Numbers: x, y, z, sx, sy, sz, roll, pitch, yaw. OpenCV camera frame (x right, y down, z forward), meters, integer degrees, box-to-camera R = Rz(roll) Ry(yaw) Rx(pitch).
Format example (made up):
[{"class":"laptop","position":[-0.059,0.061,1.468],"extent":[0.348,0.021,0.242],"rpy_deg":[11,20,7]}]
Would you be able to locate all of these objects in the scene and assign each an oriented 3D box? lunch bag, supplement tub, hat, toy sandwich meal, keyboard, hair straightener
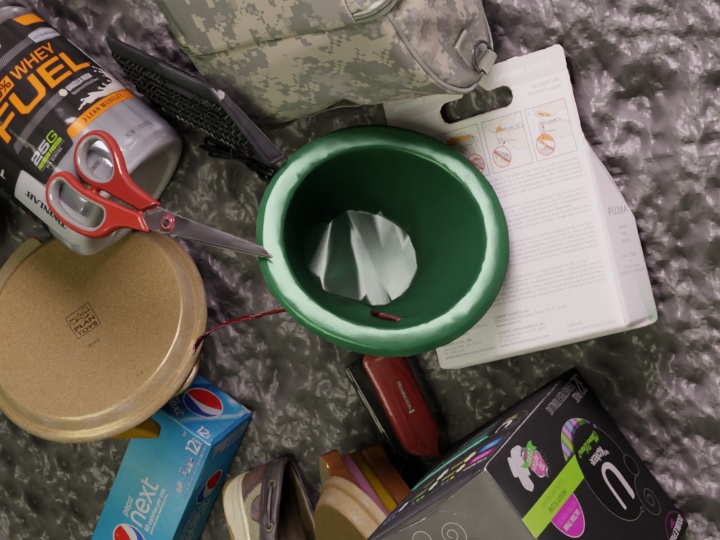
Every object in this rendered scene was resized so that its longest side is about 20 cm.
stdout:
[{"class":"lunch bag","position":[-0.023,-0.180,1.551],"extent":[0.200,0.139,0.168],"rpy_deg":[-7,125,37]},{"class":"supplement tub","position":[-0.244,-0.115,1.724],"extent":[0.200,0.123,0.123],"rpy_deg":[39,127,11]},{"class":"hat","position":[0.000,0.000,1.643],"extent":[0.200,0.166,0.176],"rpy_deg":[22,162,5]},{"class":"toy sandwich meal","position":[0.034,0.222,1.681],"extent":[0.205,0.070,0.205],"rpy_deg":[51,159,29]},{"class":"keyboard","position":[-0.111,-0.107,1.644],"extent":[0.127,0.021,0.200],"rpy_deg":[45,172,-32]},{"class":"toy sandwich meal","position":[-0.207,0.053,1.776],"extent":[0.205,0.205,0.070],"rpy_deg":[16,161,25]},{"class":"hair straightener","position":[0.044,0.143,1.734],"extent":[0.200,0.041,0.077],"rpy_deg":[59,154,-11]}]

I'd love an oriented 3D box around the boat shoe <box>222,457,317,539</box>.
[{"class":"boat shoe","position":[-0.051,0.237,1.770],"extent":[0.065,0.073,0.200],"rpy_deg":[-38,62,30]}]

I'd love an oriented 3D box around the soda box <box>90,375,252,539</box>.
[{"class":"soda box","position":[-0.159,0.180,1.850],"extent":[0.068,0.064,0.200],"rpy_deg":[34,125,14]}]

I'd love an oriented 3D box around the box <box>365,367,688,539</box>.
[{"class":"box","position":[0.116,0.185,1.587],"extent":[0.124,0.200,0.149],"rpy_deg":[-36,92,28]}]

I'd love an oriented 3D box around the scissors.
[{"class":"scissors","position":[-0.144,-0.030,1.601],"extent":[0.200,0.014,0.073],"rpy_deg":[34,100,29]}]

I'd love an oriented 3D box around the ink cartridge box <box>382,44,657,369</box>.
[{"class":"ink cartridge box","position":[0.109,-0.042,1.604],"extent":[0.161,0.050,0.200],"rpy_deg":[-14,86,36]}]
